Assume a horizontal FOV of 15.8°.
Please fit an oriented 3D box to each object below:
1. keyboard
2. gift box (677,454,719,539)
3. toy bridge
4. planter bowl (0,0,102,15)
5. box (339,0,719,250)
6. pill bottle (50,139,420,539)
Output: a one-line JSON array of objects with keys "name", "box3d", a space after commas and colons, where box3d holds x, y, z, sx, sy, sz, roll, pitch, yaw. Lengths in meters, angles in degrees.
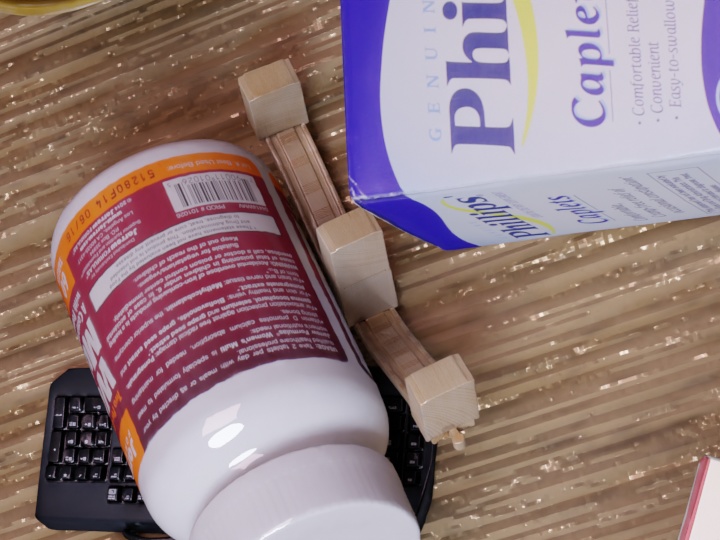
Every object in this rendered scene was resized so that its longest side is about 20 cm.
[{"name": "keyboard", "box3d": [-0.062, 0.092, 1.160, 0.200, 0.040, 0.104, -2, 80, 26]}, {"name": "gift box", "box3d": [0.181, 0.181, 0.952, 0.186, 0.185, 0.200, 16, 82, 24]}, {"name": "toy bridge", "box3d": [0.000, 0.000, 1.126, 0.027, 0.067, 0.200, -24, 57, -8]}, {"name": "planter bowl", "box3d": [-0.121, -0.208, 1.211, 0.200, 0.083, 0.201, -5, 79, 25]}, {"name": "box", "box3d": [0.099, -0.117, 1.082, 0.200, 0.105, 0.184, -8, 78, 24]}, {"name": "pill bottle", "box3d": [-0.053, 0.049, 1.100, 0.109, 0.110, 0.200, -37, 53, 15]}]
